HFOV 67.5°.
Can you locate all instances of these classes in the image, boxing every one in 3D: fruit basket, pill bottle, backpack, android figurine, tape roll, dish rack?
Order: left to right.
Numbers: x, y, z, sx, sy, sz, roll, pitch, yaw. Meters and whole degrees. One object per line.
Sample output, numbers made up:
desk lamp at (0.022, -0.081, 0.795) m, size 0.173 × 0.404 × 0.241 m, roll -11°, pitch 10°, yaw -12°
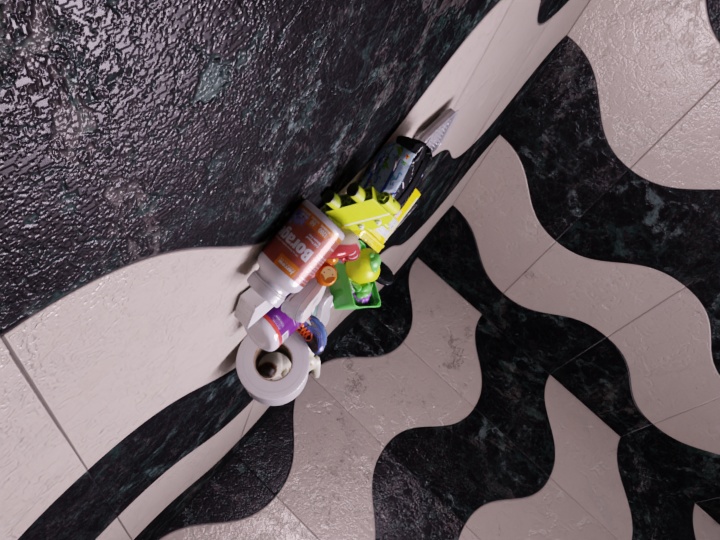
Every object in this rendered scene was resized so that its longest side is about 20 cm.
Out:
tape roll at (-0.239, 0.263, 1.492) m, size 0.203 × 0.202 × 0.140 m, roll -46°, pitch 171°, yaw -19°
pill bottle at (-0.189, 0.098, 1.338) m, size 0.200 × 0.112 × 0.113 m, roll -44°, pitch 171°, yaw -35°
pill bottle at (-0.132, -0.030, 1.076) m, size 0.201 × 0.112 × 0.112 m, roll -50°, pitch 172°, yaw -1°
fruit basket at (0.000, 0.000, 1.495) m, size 0.154 × 0.216 × 0.217 m, roll 5°, pitch 129°, yaw -53°
android figurine at (0.000, -0.134, 1.217) m, size 0.179 × 0.042 × 0.200 m, roll -12°, pitch 158°, yaw 23°
backpack at (0.078, -0.223, 1.324) m, size 0.163 × 0.151 × 0.204 m, roll -21°, pitch 129°, yaw -79°
dish rack at (0.195, -0.374, 1.551) m, size 0.200 × 0.043 × 0.172 m, roll -45°, pitch 170°, yaw -31°

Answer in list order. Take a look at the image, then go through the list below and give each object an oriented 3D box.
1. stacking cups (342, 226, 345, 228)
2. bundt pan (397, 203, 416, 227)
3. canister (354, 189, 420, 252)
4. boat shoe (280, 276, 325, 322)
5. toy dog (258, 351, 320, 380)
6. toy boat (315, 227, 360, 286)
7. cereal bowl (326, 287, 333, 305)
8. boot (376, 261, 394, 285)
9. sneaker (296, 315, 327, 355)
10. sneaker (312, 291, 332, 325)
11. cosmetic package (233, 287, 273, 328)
stacking cups at (-0.090, -0.058, 1.398) m, size 0.201 × 0.060 × 0.060 m, roll -50°, pitch 172°, yaw 23°
bundt pan at (0.088, -0.161, 1.732) m, size 0.202 × 0.076 × 0.202 m, roll -47°, pitch -178°, yaw 2°
canister at (0.060, -0.168, 1.464) m, size 0.201 × 0.086 × 0.148 m, roll -52°, pitch 140°, yaw 3°
boat shoe at (-0.129, 0.054, 1.271) m, size 0.201 × 0.067 × 0.073 m, roll -59°, pitch 170°, yaw -55°
toy dog at (-0.229, 0.268, 1.640) m, size 0.197 × 0.141 × 0.196 m, roll -14°, pitch 145°, yaw -29°
toy boat at (-0.073, -0.030, 1.246) m, size 0.200 × 0.128 × 0.134 m, roll 53°, pitch 47°, yaw -81°
cereal bowl at (-0.124, 0.072, 1.674) m, size 0.201 × 0.083 × 0.200 m, roll -48°, pitch 172°, yaw -9°
boot at (0.009, 0.026, 1.825) m, size 0.073 × 0.197 × 0.164 m, roll -34°, pitch 157°, yaw -48°
sneaker at (-0.160, 0.139, 1.441) m, size 0.078 × 0.202 × 0.075 m, roll -12°, pitch 154°, yaw -51°
sneaker at (-0.149, 0.109, 1.547) m, size 0.074 × 0.117 × 0.203 m, roll -39°, pitch 157°, yaw -43°
cosmetic package at (-0.200, 0.040, 1.236) m, size 0.200 × 0.051 × 0.083 m, roll -43°, pitch 172°, yaw -43°
